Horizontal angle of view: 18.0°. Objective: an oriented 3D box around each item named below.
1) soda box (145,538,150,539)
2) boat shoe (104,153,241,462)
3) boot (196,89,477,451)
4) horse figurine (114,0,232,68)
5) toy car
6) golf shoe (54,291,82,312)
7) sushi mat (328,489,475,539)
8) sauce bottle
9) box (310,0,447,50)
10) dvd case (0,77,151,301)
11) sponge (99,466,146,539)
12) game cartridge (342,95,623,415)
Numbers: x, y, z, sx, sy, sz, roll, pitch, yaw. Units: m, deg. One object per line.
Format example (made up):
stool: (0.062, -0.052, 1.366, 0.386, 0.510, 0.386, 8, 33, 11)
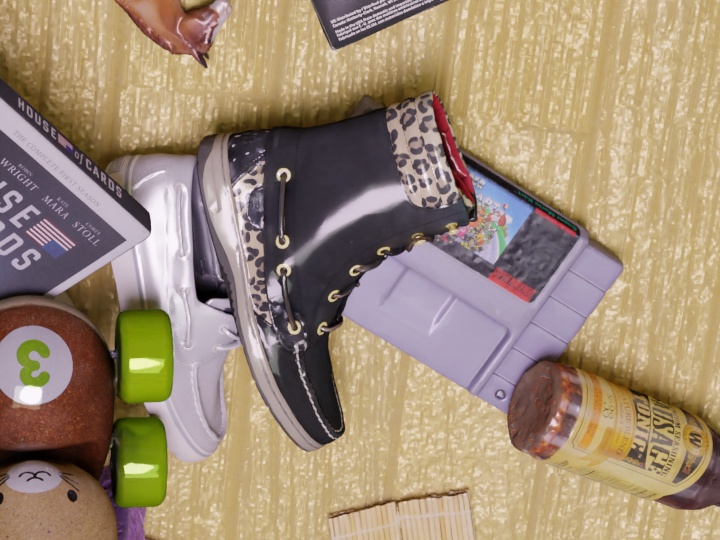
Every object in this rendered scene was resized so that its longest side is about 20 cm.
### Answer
soda box: (-0.152, 0.281, 1.499, 0.063, 0.068, 0.201, 20, 110, -12)
boat shoe: (-0.103, 0.022, 1.401, 0.068, 0.072, 0.201, -6, 103, 16)
boot: (0.000, 0.000, 1.360, 0.153, 0.074, 0.205, -15, 103, 12)
horse figurine: (-0.148, -0.201, 1.304, 0.199, 0.050, 0.133, 12, 125, -33)
toy car: (-0.183, 0.128, 1.282, 0.163, 0.200, 0.158, -1, 126, -10)
golf shoe: (-0.262, 0.063, 1.413, 0.199, 0.078, 0.095, -29, 93, 5)
sushi mat: (0.038, 0.242, 1.531, 0.095, 0.012, 0.201, -8, 111, 0)
sauce bottle: (0.189, 0.115, 1.459, 0.199, 0.066, 0.066, 19, 109, -26)
box: (-0.003, -0.252, 1.259, 0.124, 0.149, 0.201, -22, 112, 6)
dvd case: (-0.242, -0.018, 1.295, 0.199, 0.025, 0.150, -31, 131, 19)
sponge: (-0.186, 0.185, 1.389, 0.111, 0.200, 0.030, -21, 110, 3)
game cartridge: (0.052, -0.008, 1.424, 0.199, 0.038, 0.130, 31, 110, -15)
